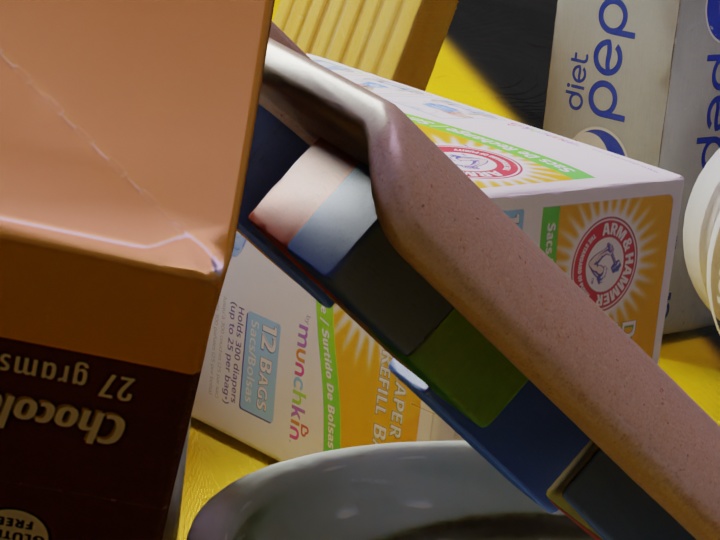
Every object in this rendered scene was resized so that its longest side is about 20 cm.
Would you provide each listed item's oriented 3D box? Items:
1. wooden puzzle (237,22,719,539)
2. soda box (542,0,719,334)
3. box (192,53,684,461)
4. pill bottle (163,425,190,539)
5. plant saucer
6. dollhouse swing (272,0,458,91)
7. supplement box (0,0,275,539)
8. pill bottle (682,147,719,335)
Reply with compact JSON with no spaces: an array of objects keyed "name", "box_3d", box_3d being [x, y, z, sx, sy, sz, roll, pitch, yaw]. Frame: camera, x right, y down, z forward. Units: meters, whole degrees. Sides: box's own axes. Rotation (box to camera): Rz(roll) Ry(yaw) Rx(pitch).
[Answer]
[{"name":"wooden puzzle","box_3d":[0.027,0.014,0.645,0.185,0.046,0.200,43,1,-26]},{"name":"soda box","box_3d":[0.120,-0.077,1.083,0.063,0.201,0.068,17,17,41]},{"name":"box","box_3d":[0.000,0.000,0.905,0.101,0.113,0.200,-6,20,-40]},{"name":"pill bottle","box_3d":[-0.144,0.033,0.704,0.199,0.113,0.112,6,14,-3]},{"name":"plant saucer","box_3d":[0.054,0.096,0.670,0.199,0.051,0.200,6,13,-1]},{"name":"dollhouse swing","box_3d":[-0.062,-0.100,1.148,0.181,0.177,0.200,2,15,-18]},{"name":"supplement box","box_3d":[-0.097,0.000,0.519,0.132,0.201,0.198,12,40,-5]},{"name":"pill bottle","box_3d":[0.191,0.008,0.953,0.115,0.116,0.200,3,13,-13]}]
